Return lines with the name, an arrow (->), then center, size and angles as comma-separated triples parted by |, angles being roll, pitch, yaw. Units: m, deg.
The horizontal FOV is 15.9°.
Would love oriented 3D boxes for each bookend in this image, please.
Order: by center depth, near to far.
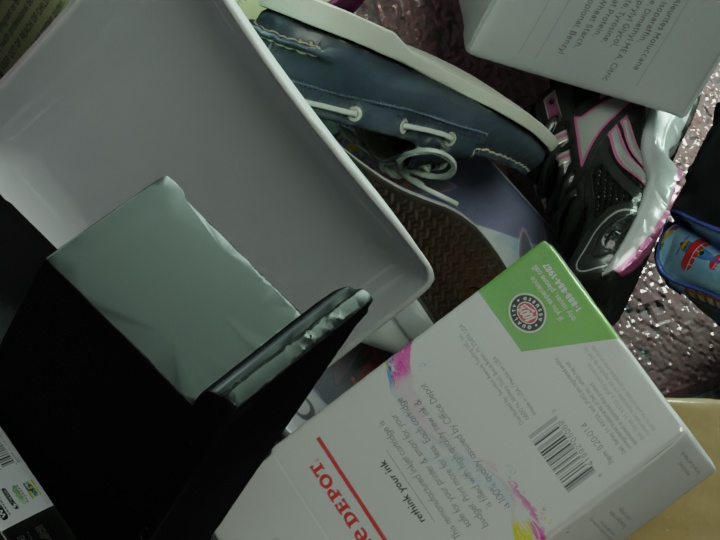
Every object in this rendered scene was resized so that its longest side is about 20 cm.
bookend -> -0.128, 0.021, 1.073 | 0.200, 0.199, 0.092 | 43, 47, 9

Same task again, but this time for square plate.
square plate -> -0.077, -0.031, 1.149 | 0.200, 0.198, 0.028 | 53, 41, 4

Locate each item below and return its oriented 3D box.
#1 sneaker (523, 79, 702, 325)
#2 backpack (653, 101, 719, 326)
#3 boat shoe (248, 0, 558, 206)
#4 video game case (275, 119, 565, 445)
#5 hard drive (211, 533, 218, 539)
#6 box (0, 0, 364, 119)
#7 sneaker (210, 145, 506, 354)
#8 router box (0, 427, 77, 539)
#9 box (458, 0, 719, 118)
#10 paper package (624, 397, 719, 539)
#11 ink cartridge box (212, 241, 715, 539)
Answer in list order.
sneaker -> 0.115, -0.049, 1.316 | 0.086, 0.081, 0.200 | 20, 37, 1
backpack -> 0.268, 0.004, 1.315 | 0.135, 0.182, 0.200 | -59, 142, -6
boat shoe -> 0.018, -0.076, 1.223 | 0.200, 0.075, 0.062 | 21, 95, -50
video game case -> 0.004, 0.004, 1.271 | 0.182, 0.023, 0.200 | 47, 56, 0
hard drive -> -0.083, 0.173, 1.151 | 0.199, 0.027, 0.133 | 10, 64, -22
box -> -0.111, -0.171, 1.250 | 0.200, 0.097, 0.176 | 49, 57, 0
sneaker -> 0.000, 0.000, 1.226 | 0.200, 0.084, 0.073 | 39, 50, -32
router box -> -0.166, 0.165, 1.043 | 0.200, 0.149, 0.051 | 54, 22, 6
box -> 0.136, -0.223, 1.297 | 0.130, 0.200, 0.200 | 15, 38, -19
paper package -> 0.161, 0.167, 1.227 | 0.190, 0.103, 0.201 | 4, 67, -23
ink cartridge box -> 0.043, 0.098, 1.154 | 0.200, 0.067, 0.117 | -37, 63, 4
